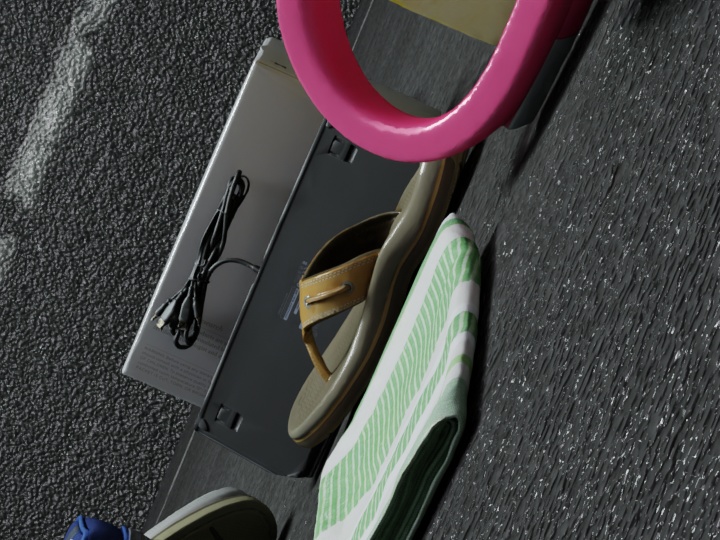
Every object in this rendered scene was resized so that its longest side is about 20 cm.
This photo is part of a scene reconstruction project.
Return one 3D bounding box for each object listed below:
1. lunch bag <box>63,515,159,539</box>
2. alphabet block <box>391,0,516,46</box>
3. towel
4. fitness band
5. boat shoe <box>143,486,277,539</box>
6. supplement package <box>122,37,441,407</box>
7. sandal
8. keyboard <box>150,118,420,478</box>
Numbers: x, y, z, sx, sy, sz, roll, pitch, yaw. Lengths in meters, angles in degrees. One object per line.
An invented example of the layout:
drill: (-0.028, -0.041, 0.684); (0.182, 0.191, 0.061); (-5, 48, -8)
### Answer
lunch bag: (-0.141, 0.235, 1.392); (0.136, 0.132, 0.201); (166, 127, -84)
alphabet block: (0.044, -0.260, 1.268); (0.200, 0.195, 0.197); (121, 173, -65)
towel: (0.011, 0.075, 1.080); (0.200, 0.023, 0.153); (-77, 11, -66)
fitness band: (0.033, -0.140, 1.130); (0.037, 0.144, 0.200); (-23, -35, -48)
boat shoe: (-0.139, 0.191, 1.505); (0.200, 0.075, 0.068); (-40, 33, -12)
supplement package: (-0.043, -0.018, 1.543); (0.121, 0.119, 0.201); (-80, 13, -78)
sandal: (0.000, 0.000, 1.368); (0.080, 0.054, 0.200); (-76, 10, -62)
keyboard: (-0.042, 0.006, 1.459); (0.201, 0.127, 0.021); (-66, -20, 10)
